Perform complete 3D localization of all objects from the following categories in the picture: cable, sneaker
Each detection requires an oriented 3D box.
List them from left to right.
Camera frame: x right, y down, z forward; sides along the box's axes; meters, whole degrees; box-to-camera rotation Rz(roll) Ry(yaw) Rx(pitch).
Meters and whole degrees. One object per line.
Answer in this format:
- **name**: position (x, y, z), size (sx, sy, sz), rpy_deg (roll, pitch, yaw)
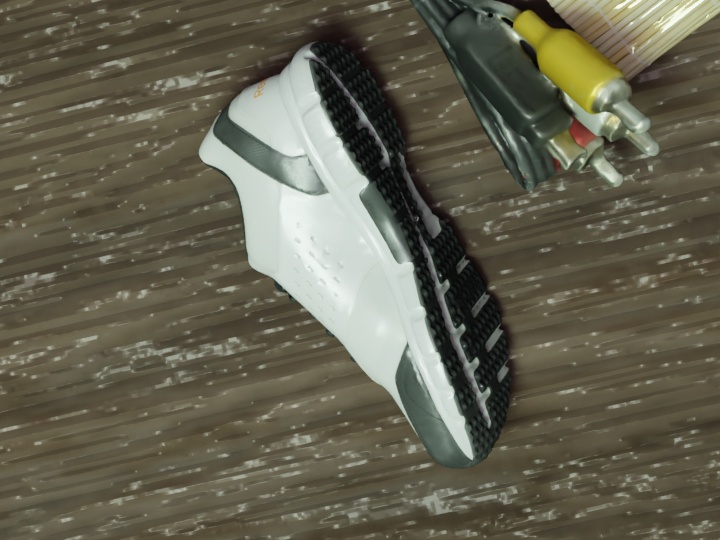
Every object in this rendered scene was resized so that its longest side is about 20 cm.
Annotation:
- **sneaker**: position (0.000, 0.000, 1.229), size (0.080, 0.074, 0.201), rpy_deg (-24, 95, 26)
- **cable**: position (0.052, -0.113, 1.202), size (0.050, 0.097, 0.200), rpy_deg (-33, 77, -17)

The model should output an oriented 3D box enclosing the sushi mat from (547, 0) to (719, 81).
- **sushi mat**: position (0.161, -0.165, 1.160), size (0.200, 0.012, 0.096), rpy_deg (-36, 118, 22)
